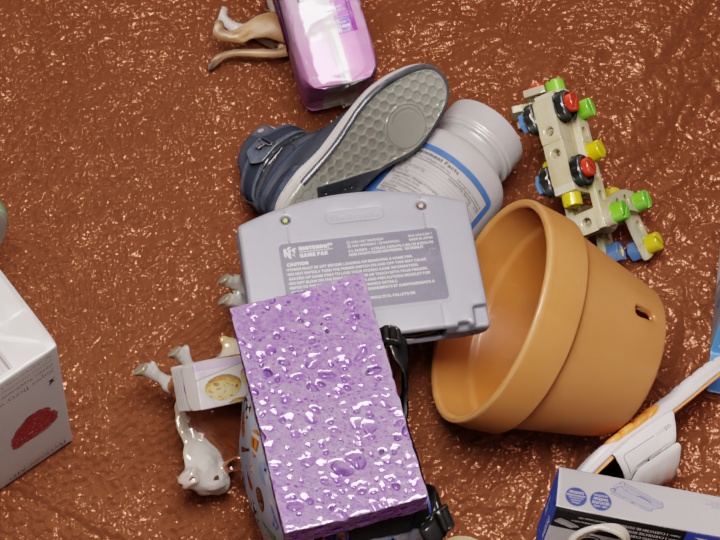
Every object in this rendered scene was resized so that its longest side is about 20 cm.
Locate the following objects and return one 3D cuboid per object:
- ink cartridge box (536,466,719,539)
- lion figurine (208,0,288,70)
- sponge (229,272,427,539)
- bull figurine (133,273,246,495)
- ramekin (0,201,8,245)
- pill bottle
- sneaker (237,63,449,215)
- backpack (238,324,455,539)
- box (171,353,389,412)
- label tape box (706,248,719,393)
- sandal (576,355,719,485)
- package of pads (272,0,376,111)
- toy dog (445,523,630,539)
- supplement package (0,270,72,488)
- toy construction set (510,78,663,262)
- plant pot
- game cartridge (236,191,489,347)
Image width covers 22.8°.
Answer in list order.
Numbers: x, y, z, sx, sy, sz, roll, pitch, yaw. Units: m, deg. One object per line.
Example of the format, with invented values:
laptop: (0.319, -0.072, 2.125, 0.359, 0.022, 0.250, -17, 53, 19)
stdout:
ink cartridge box: (0.253, 0.225, 1.496, 0.199, 0.094, 0.044, 10, 49, 0)
lion figurine: (-0.069, -0.270, 1.734, 0.122, 0.072, 0.201, 17, 77, -5)
sponge: (-0.026, 0.102, 1.361, 0.111, 0.030, 0.201, -13, 60, -5)
bull figurine: (-0.116, 0.097, 1.533, 0.122, 0.065, 0.200, 52, 56, -19)
ramekin: (-0.390, -0.016, 1.503, 0.098, 0.200, 0.200, 41, 67, 6)
pill bottle: (0.059, -0.057, 1.610, 0.112, 0.112, 0.200, 35, 65, 11)
sneaker: (-0.024, -0.121, 1.604, 0.202, 0.146, 0.077, -43, 118, -7)
backpack: (-0.016, 0.171, 1.448, 0.153, 0.191, 0.201, -12, 60, -5)
box: (-0.065, 0.083, 1.507, 0.199, 0.039, 0.042, -9, 89, -37)
label tape box: (0.401, 0.022, 1.631, 0.143, 0.063, 0.201, 11, 63, 0)
sandal: (0.261, 0.149, 1.546, 0.206, 0.079, 0.059, -35, 77, -20)
package of pads: (-0.043, -0.253, 1.639, 0.075, 0.121, 0.201, -16, 86, -7)
toy dog: (0.134, 0.286, 1.452, 0.199, 0.132, 0.097, -5, 42, 2)
supplement package: (-0.319, 0.091, 1.449, 0.121, 0.200, 0.120, -35, 71, -20)
toy construction set: (0.201, -0.100, 1.643, 0.092, 0.131, 0.201, -37, 65, 26)
plant pot: (0.167, 0.057, 1.528, 0.140, 0.200, 0.201, 21, 62, -18)
game cartridge: (0.000, 0.000, 1.496, 0.199, 0.041, 0.134, -6, 71, -8)
